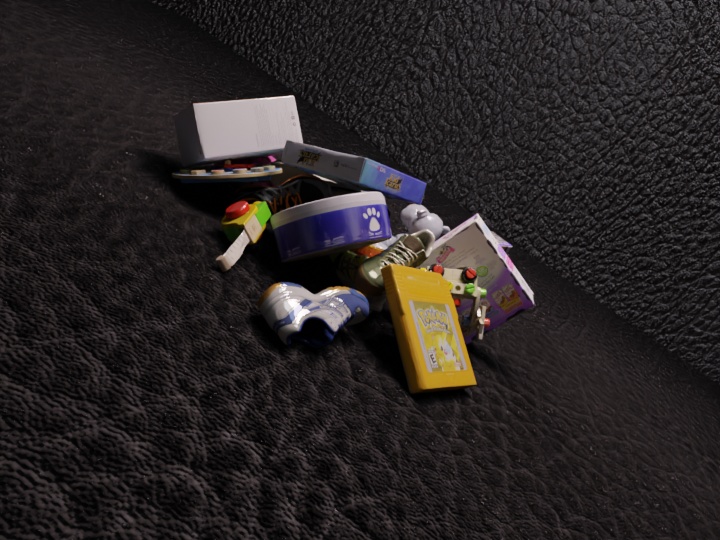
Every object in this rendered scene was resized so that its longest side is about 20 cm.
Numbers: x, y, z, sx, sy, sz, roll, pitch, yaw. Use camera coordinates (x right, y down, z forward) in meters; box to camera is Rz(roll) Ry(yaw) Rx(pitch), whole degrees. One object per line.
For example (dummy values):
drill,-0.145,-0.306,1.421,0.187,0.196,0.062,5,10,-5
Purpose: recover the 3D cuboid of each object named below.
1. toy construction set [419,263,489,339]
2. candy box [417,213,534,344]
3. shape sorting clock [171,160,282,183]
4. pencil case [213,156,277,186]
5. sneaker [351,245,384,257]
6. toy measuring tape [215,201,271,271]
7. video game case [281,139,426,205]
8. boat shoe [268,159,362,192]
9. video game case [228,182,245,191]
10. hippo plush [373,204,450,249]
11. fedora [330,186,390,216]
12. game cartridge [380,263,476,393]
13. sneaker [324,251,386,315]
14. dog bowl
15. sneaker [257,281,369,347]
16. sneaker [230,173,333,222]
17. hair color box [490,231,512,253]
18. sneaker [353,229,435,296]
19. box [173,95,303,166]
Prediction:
toy construction set,0.157,0.060,1.128,0.199,0.132,0.092,11,-19,-19
candy box,0.216,0.019,1.206,0.200,0.167,0.072,54,22,-6
shape sorting clock,-0.244,-0.183,1.131,0.199,0.039,0.200,-2,9,0
pencil case,-0.200,-0.210,1.286,0.199,0.091,0.094,30,20,-19
sneaker,0.044,-0.023,1.287,0.200,0.077,0.073,36,19,15
toy measuring tape,-0.203,-0.056,0.984,0.073,0.074,0.200,31,36,-6
video game case,-0.009,-0.171,1.089,0.181,0.046,0.200,19,6,36
boat shoe,-0.092,-0.194,1.250,0.198,0.075,0.066,10,47,-8
video game case,-0.167,-0.125,1.289,0.200,0.019,0.143,39,17,21
hippo plush,0.102,-0.075,1.387,0.159,0.161,0.200,23,19,-31
fedora,-0.041,-0.097,1.227,0.199,0.092,0.201,6,-12,1
game cartridge,0.113,0.094,0.990,0.176,0.032,0.201,9,63,-53
sneaker,0.000,0.000,1.143,0.075,0.077,0.200,16,23,-40
dog bowl,-0.049,-0.072,1.048,0.200,0.199,0.079,-12,89,-67
sneaker,-0.055,0.074,0.875,0.199,0.075,0.088,4,44,-46
sneaker,-0.147,-0.121,1.117,0.199,0.079,0.077,-8,26,14
hair color box,0.234,0.010,1.322,0.065,0.201,0.109,39,18,21
sneaker,0.066,-0.025,1.046,0.067,0.090,0.200,46,30,11
box,-0.228,-0.260,1.150,0.199,0.098,0.124,-15,10,-32
